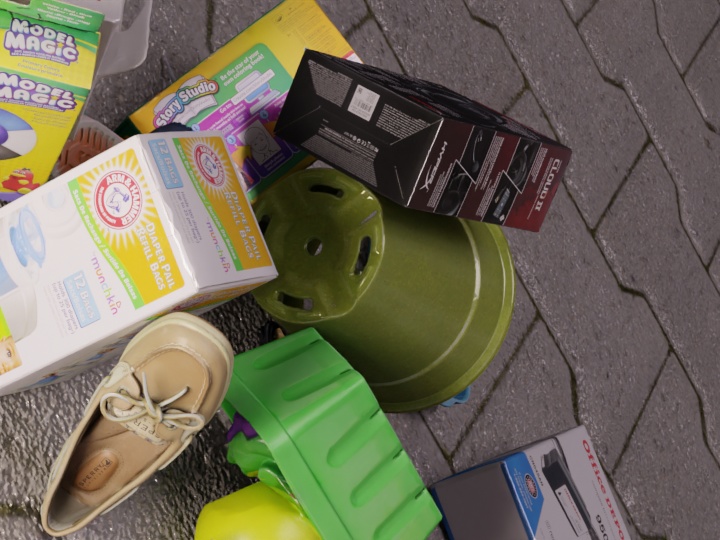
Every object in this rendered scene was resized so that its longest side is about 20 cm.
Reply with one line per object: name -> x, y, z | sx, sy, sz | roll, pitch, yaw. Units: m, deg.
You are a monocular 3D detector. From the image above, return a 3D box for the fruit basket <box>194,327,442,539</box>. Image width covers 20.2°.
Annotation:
fruit basket -> -0.061, 0.175, 1.498 | 0.216, 0.216, 0.155 | 43, -1, -36

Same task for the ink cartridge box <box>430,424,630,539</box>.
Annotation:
ink cartridge box -> 0.163, 0.235, 1.866 | 0.200, 0.084, 0.145 | -12, 80, -62

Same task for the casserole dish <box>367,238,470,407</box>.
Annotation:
casserole dish -> 0.050, 0.039, 1.871 | 0.121, 0.039, 0.201 | 33, 43, -46

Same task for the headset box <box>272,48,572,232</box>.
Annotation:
headset box -> 0.056, -0.098, 1.571 | 0.149, 0.077, 0.200 | 31, 13, 35

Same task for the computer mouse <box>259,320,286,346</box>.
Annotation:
computer mouse -> -0.025, 0.127, 1.679 | 0.200, 0.034, 0.059 | 60, 29, -11

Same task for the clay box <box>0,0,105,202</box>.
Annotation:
clay box -> -0.238, -0.113, 1.284 | 0.115, 0.200, 0.048 | 13, 63, -15

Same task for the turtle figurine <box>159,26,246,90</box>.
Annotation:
turtle figurine -> -0.094, -0.129, 1.698 | 0.150, 0.100, 0.201 | 12, 64, -57

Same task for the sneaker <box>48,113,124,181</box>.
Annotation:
sneaker -> -0.201, -0.079, 1.492 | 0.080, 0.071, 0.200 | 34, -8, 26

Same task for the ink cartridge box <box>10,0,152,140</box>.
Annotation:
ink cartridge box -> -0.241, -0.186, 1.355 | 0.199, 0.125, 0.129 | 15, 49, -15

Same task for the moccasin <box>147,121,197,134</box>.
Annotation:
moccasin -> -0.140, -0.048, 1.463 | 0.080, 0.200, 0.068 | 43, 56, 9

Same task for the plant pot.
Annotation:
plant pot -> 0.000, 0.000, 1.604 | 0.190, 0.200, 0.201 | 29, 44, -64

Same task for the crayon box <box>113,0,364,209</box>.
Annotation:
crayon box -> -0.086, -0.121, 1.613 | 0.200, 0.058, 0.119 | -40, 94, -26

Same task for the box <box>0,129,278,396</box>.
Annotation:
box -> -0.173, -0.005, 1.345 | 0.101, 0.200, 0.113 | -10, 78, -61

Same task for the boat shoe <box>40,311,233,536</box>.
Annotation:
boat shoe -> -0.146, 0.105, 1.318 | 0.073, 0.200, 0.063 | 33, 39, -4
